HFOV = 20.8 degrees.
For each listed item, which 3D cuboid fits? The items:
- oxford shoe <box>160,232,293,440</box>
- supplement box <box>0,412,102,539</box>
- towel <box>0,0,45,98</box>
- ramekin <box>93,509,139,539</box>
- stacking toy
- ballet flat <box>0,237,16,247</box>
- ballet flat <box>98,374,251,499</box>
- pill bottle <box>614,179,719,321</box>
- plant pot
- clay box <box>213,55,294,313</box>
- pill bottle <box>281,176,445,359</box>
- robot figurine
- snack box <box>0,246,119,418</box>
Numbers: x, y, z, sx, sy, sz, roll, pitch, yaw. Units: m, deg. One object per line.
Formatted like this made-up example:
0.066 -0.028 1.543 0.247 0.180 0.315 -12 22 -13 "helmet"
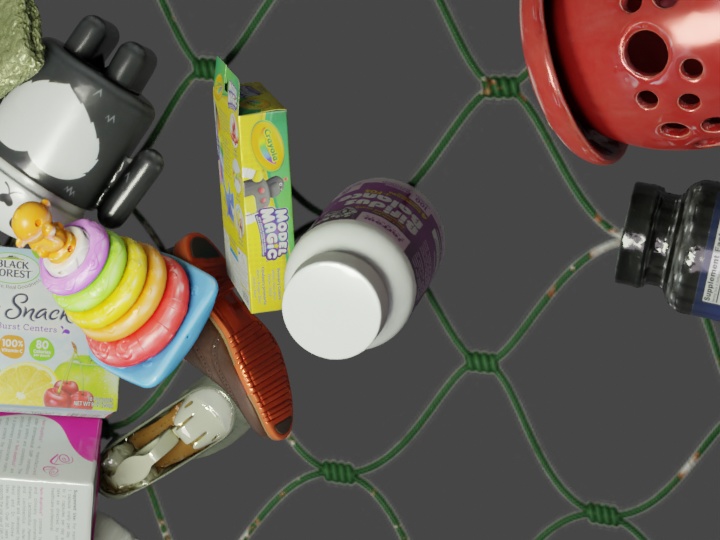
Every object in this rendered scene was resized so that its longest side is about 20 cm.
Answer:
-0.126 0.068 1.761 0.072 0.071 0.201 -29 85 27 "oxford shoe"
-0.334 0.191 1.747 0.198 0.101 0.104 4 121 -4 "supplement box"
-0.336 -0.218 1.679 0.148 0.036 0.201 -32 57 24 "towel"
-0.280 0.313 1.847 0.199 0.105 0.201 9 124 14 "ramekin"
-0.226 0.001 1.641 0.109 0.200 0.116 23 77 43 "stacking toy"
-0.332 -0.078 1.775 0.067 0.067 0.201 5 114 -10 "ballet flat"
-0.165 0.153 1.802 0.199 0.064 0.068 -33 97 22 "ballet flat"
0.313 -0.011 1.596 0.199 0.112 0.113 13 111 11 "pill bottle"
0.233 -0.187 1.517 0.181 0.200 0.202 -13 105 28 "plant pot"
-0.090 -0.077 1.674 0.047 0.115 0.201 -6 109 -13 "clay box"
0.000 0.000 1.632 0.111 0.200 0.113 4 110 12 "pill bottle"
-0.256 -0.120 1.684 0.150 0.125 0.201 38 95 44 "robot figurine"
-0.314 0.052 1.737 0.199 0.053 0.143 5 77 -17 "snack box"
